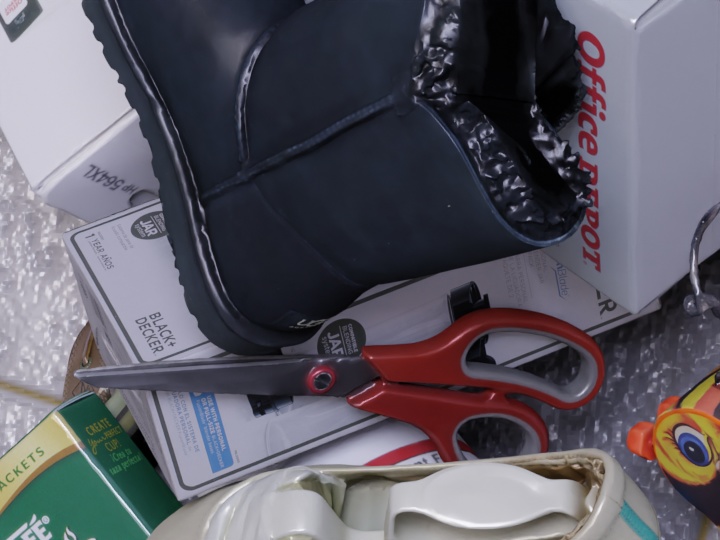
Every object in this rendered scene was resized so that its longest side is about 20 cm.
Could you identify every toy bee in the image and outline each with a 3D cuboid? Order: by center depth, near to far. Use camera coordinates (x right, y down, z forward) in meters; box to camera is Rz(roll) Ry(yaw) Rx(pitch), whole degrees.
[{"bbox_3d":[0.153,0.072,0.979,0.109,0.130,0.201,-10,91,60],"label":"toy bee"}]

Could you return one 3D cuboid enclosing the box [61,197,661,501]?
[{"bbox_3d":[0.000,0.000,1.024,0.199,0.060,0.117,-22,34,-11],"label":"box"}]

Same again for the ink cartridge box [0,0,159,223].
[{"bbox_3d":[-0.110,-0.114,1.136,0.084,0.146,0.201,-37,66,14],"label":"ink cartridge box"}]

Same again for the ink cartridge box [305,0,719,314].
[{"bbox_3d":[0.051,-0.101,0.948,0.083,0.146,0.200,-37,54,-24],"label":"ink cartridge box"}]

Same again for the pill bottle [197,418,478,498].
[{"bbox_3d":[0.019,0.129,1.033,0.112,0.112,0.200,-44,62,13],"label":"pill bottle"}]

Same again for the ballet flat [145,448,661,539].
[{"bbox_3d":[0.005,0.092,0.952,0.199,0.069,0.070,-6,76,16],"label":"ballet flat"}]

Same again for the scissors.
[{"bbox_3d":[-0.002,0.032,0.966,0.073,0.199,0.014,-64,29,18],"label":"scissors"}]

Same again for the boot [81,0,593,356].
[{"bbox_3d":[-0.009,-0.083,0.893,0.168,0.076,0.201,-26,76,46],"label":"boot"}]

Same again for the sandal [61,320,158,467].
[{"bbox_3d":[-0.099,0.047,1.129,0.057,0.080,0.201,41,100,17],"label":"sandal"}]

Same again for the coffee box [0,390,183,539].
[{"bbox_3d":[-0.095,0.163,1.083,0.123,0.044,0.200,-39,85,20],"label":"coffee box"}]
